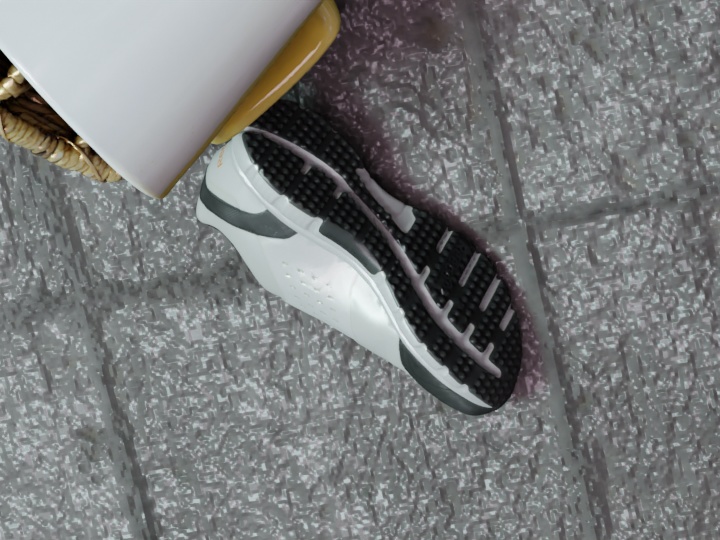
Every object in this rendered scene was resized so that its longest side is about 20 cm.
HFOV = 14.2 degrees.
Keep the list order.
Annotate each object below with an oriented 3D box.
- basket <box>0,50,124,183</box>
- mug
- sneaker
[{"bbox_3d":[-0.101,-0.139,1.414,0.143,0.149,0.200,42,108,0],"label":"basket"},{"bbox_3d":[-0.085,-0.140,1.318,0.153,0.187,0.150,-43,92,5],"label":"mug"},{"bbox_3d":[0.000,0.000,1.476,0.200,0.074,0.080,45,138,-5],"label":"sneaker"}]
